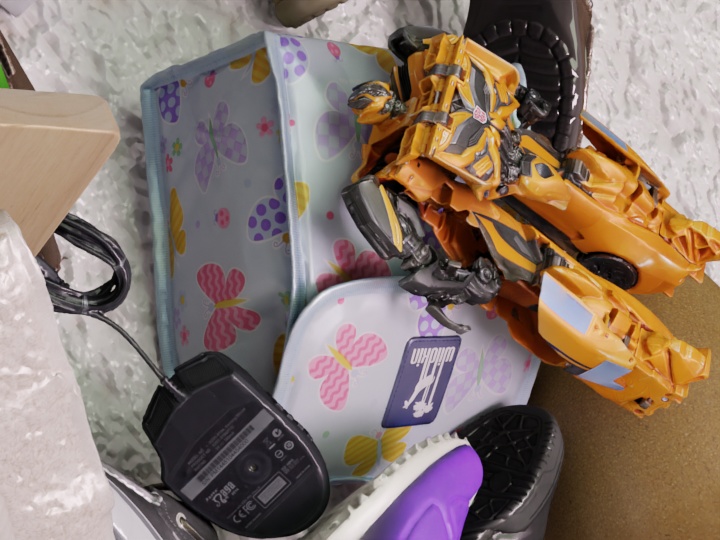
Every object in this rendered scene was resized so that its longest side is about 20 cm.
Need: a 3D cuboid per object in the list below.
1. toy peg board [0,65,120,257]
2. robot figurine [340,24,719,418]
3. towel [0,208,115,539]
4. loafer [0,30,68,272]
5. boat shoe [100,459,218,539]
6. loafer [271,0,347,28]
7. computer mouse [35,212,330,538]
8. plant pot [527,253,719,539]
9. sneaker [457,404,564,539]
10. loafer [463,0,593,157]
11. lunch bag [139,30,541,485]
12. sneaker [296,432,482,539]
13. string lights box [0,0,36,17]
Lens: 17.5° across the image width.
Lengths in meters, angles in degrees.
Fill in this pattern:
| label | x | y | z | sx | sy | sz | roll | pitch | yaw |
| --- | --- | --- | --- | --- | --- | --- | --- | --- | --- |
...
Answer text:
| label | x | y | z | sx | sy | sz | roll | pitch | yaw |
| --- | --- | --- | --- | --- | --- | --- | --- | --- | --- |
| toy peg board | -0.229 | -0.029 | 0.855 | 0.199 | 0.200 | 0.098 | 1 | 52 | -42 |
| robot figurine | 0.078 | -0.028 | 1.047 | 0.200 | 0.058 | 0.145 | 36 | 49 | -25 |
| towel | -0.161 | 0.088 | 0.868 | 0.132 | 0.034 | 0.200 | -31 | 130 | -25 |
| loafer | -0.177 | -0.071 | 1.008 | 0.071 | 0.073 | 0.200 | 2 | 74 | -53 |
| boat shoe | -0.084 | 0.127 | 0.996 | 0.200 | 0.070 | 0.066 | 45 | 39 | -18 |
| loafer | 0.007 | -0.204 | 1.227 | 0.067 | 0.076 | 0.200 | 55 | 44 | -17 |
| computer mouse | -0.087 | 0.040 | 0.979 | 0.200 | 0.059 | 0.034 | 47 | 3 | -19 |
| plant pot | 0.151 | 0.090 | 1.161 | 0.186 | 0.186 | 0.200 | 4 | 54 | -42 |
| sneaker | 0.049 | 0.166 | 1.070 | 0.200 | 0.060 | 0.104 | -59 | 139 | -32 |
| loafer | 0.096 | -0.129 | 1.227 | 0.071 | 0.073 | 0.200 | -21 | 118 | -62 |
| lunch bag | 0.000 | 0.000 | 1.093 | 0.169 | 0.127 | 0.200 | 4 | 80 | -41 |
| sneaker | 0.009 | 0.153 | 0.978 | 0.100 | 0.070 | 0.200 | 47 | 44 | -1 |
| string lights box | -0.190 | -0.211 | 1.026 | 0.200 | 0.103 | 0.059 | 40 | 48 | -23 |
